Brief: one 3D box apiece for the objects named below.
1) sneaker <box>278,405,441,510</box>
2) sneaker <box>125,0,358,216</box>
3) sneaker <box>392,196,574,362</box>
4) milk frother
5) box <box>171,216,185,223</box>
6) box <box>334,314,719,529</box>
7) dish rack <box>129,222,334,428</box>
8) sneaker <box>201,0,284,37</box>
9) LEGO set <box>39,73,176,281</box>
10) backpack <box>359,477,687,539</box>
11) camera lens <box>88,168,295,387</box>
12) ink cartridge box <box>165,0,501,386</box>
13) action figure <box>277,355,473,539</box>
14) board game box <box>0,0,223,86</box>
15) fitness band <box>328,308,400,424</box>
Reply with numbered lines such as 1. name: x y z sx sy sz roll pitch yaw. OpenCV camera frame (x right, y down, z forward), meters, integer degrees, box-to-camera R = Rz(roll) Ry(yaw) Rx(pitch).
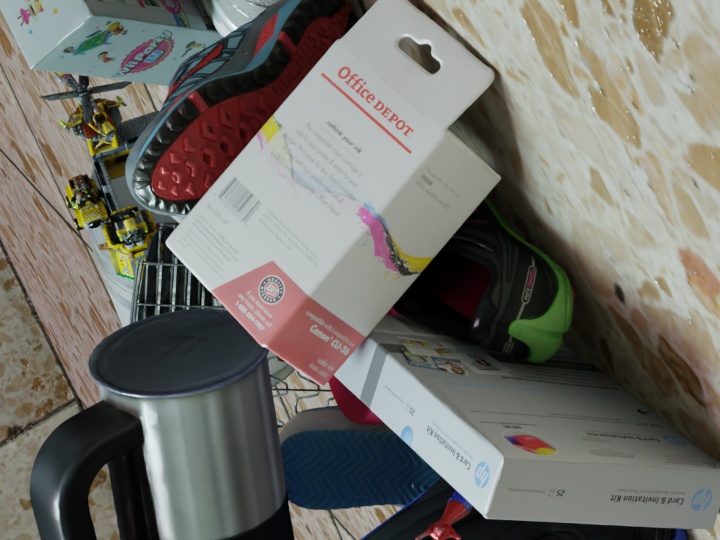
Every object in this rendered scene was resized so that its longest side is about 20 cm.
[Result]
1. sneaker: 0.043 0.124 1.794 0.081 0.199 0.077 -94 14 -74
2. sneaker: -0.082 -0.093 1.647 0.095 0.200 0.079 -8 118 47
3. sneaker: 0.045 -0.012 1.601 0.200 0.084 0.077 32 108 49
4. milk frother: -0.082 0.151 1.667 0.199 0.180 0.189 9 120 31
5. box: -0.041 -0.067 1.703 0.036 0.145 0.200 37 176 -26
6. box: 0.092 0.084 1.535 0.200 0.155 0.041 38 117 55
7. dish rack: -0.065 0.040 1.843 0.055 0.199 0.154 -179 91 -67
8. sneaker: -0.094 -0.239 1.730 0.200 0.075 0.082 53 153 -2
9. LEGO set: -0.116 -0.094 1.877 0.116 0.199 0.154 81 175 -55
10. backpack: 0.098 0.216 1.687 0.162 0.200 0.168 43 159 49
11. camera lens: -0.120 -0.006 2.109 0.160 0.160 0.200 49 164 37
12. ink cartridge box: -0.003 -0.049 1.551 0.116 0.200 0.067 44 -175 41
13. action figure: 0.028 0.093 1.629 0.200 0.099 0.065 32 122 17
14. board game box: -0.161 -0.200 1.763 0.200 0.064 0.148 3 -125 -57
15. fitness band: 0.000 0.000 1.747 0.144 0.037 0.201 -22 71 60
